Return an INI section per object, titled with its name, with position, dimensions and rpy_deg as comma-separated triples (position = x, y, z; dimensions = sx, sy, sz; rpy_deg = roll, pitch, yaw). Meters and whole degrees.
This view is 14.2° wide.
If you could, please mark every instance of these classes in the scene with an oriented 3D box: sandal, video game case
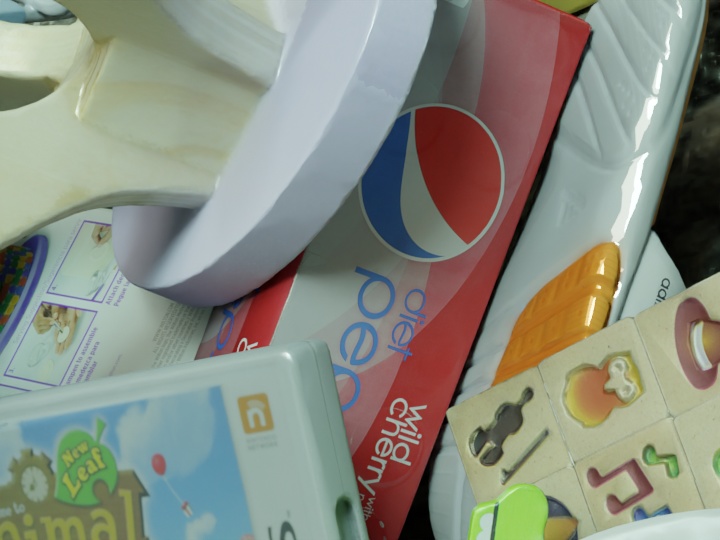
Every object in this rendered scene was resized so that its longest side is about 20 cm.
[sandal]
position = 0.083, 0.003, 0.903
dimensions = 0.079, 0.059, 0.207
rpy_deg = 16, 86, 66
[video game case]
position = -0.073, 0.125, 0.897
dimensions = 0.200, 0.022, 0.183
rpy_deg = -12, 91, 38

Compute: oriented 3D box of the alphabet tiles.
[alphabet tiles]
position = 0.096, 0.108, 0.815
dimensions = 0.167, 0.008, 0.201
rpy_deg = -28, 66, 22

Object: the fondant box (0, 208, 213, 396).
[fondant box]
position = -0.119, 0.051, 1.048
dimensions = 0.200, 0.058, 0.145
rpy_deg = 9, 67, 42

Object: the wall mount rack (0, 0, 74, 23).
[wall mount rack]
position = -0.166, -0.124, 1.116
dimensions = 0.173, 0.200, 0.075
rpy_deg = 23, 114, 38

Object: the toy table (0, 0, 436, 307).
[toy table]
position = -0.072, -0.071, 0.910
dimensions = 0.200, 0.117, 0.184
rpy_deg = -41, 34, 52

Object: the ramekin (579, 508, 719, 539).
[ramekin]
position = 0.093, 0.162, 0.708
dimensions = 0.201, 0.094, 0.203
rpy_deg = -1, 79, 4

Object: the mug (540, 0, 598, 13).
[mug]
position = 0.029, -0.173, 1.019
dimensions = 0.149, 0.153, 0.187
rpy_deg = 15, 71, 44

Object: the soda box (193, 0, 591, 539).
[soda box]
position = 0.000, 0.000, 0.927
dimensions = 0.063, 0.070, 0.201
rpy_deg = 21, 91, 67

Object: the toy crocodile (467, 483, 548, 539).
[toy crocodile]
position = 0.035, 0.158, 0.796
dimensions = 0.061, 0.068, 0.201
rpy_deg = 8, 82, 2
